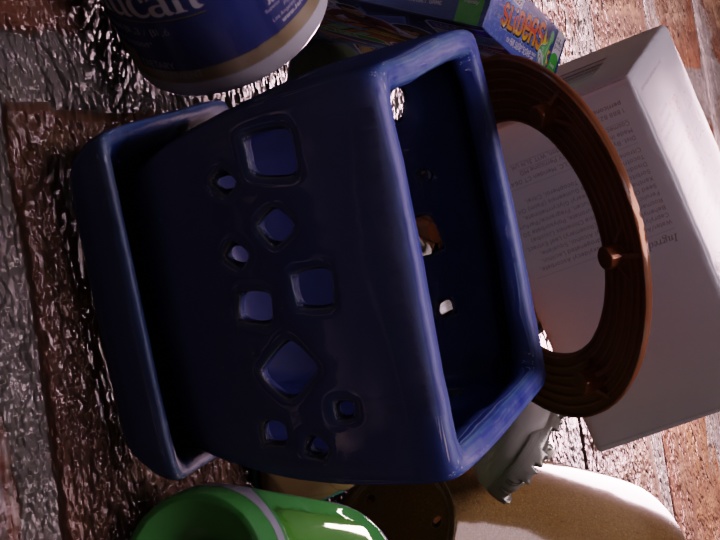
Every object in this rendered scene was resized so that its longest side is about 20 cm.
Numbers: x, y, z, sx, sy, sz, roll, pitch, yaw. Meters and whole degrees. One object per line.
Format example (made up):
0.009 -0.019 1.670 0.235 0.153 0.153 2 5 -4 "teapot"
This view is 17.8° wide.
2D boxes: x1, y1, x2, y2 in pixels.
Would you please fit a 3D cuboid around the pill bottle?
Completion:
-0.100 -0.193 1.138 0.111 0.111 0.200 -81 154 -43 "pill bottle"

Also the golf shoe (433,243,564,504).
0.068 0.049 1.357 0.097 0.078 0.200 25 38 -19 "golf shoe"

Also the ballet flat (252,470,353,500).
-0.035 0.032 1.289 0.069 0.063 0.200 -5 85 -65 "ballet flat"

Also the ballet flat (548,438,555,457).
0.119 0.153 1.688 0.067 0.062 0.200 36 48 -65 "ballet flat"

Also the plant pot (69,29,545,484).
-0.028 -0.003 1.149 0.200 0.180 0.200 -32 112 -70 "plant pot"

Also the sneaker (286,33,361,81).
-0.002 -0.076 1.432 0.200 0.067 0.090 71 1 -54 "sneaker"

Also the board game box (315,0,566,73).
0.002 -0.154 1.285 0.135 0.200 0.035 26 80 -68 "board game box"

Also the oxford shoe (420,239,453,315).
0.018 -0.001 1.284 0.075 0.058 0.200 -26 96 -60 "oxford shoe"

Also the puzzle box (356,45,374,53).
-0.011 -0.186 1.367 0.025 0.133 0.200 -64 147 -20 "puzzle box"

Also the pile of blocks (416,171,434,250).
0.000 0.000 1.364 0.200 0.062 0.082 -66 -172 -10 "pile of blocks"

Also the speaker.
-0.045 0.156 1.172 0.200 0.088 0.089 25 58 -68 "speaker"

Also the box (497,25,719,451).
0.159 -0.022 1.345 0.200 0.106 0.152 66 20 -9 "box"

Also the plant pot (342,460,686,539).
0.076 0.189 1.412 0.200 0.186 0.187 29 53 -46 "plant pot"

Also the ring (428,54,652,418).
0.089 -0.016 1.229 0.019 0.200 0.201 -17 101 -28 "ring"
